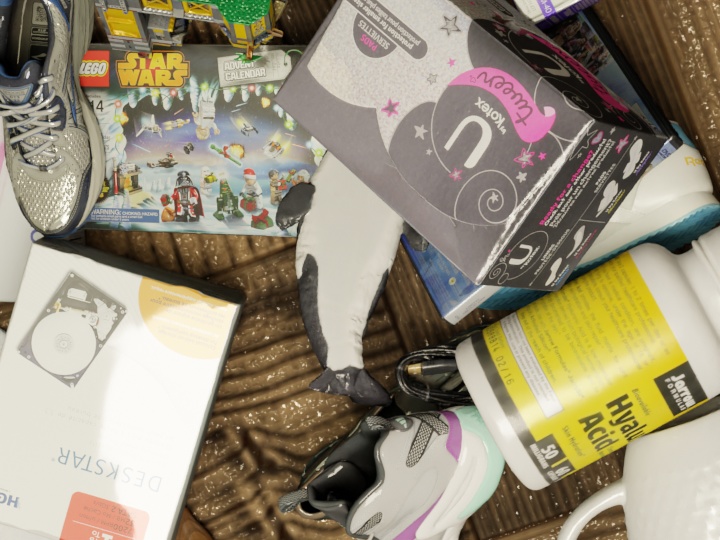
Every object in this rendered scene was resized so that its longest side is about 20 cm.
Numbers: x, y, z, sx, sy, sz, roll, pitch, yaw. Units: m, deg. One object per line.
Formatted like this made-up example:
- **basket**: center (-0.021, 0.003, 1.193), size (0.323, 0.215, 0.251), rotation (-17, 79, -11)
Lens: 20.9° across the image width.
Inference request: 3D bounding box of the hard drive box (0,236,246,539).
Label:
- **hard drive box**: center (-0.184, 0.093, 1.400), size (0.155, 0.077, 0.201), rotation (16, 95, -2)

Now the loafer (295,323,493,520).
- **loafer**: center (0.034, 0.116, 1.384), size (0.200, 0.063, 0.072), rotation (-41, 85, 15)

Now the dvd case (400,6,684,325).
- **dvd case**: center (0.107, -0.074, 1.327), size (0.200, 0.018, 0.143), rotation (-39, 51, 16)

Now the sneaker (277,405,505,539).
- **sneaker**: center (0.006, 0.174, 1.348), size (0.139, 0.078, 0.200), rotation (3, 120, -23)

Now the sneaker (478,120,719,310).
- **sneaker**: center (0.145, -0.032, 1.340), size (0.200, 0.076, 0.081), rotation (-24, 71, 17)

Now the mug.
- **mug**: center (0.227, 0.185, 1.296), size (0.199, 0.148, 0.176), rotation (-21, 89, 5)

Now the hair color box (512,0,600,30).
- **hair color box**: center (0.177, -0.251, 1.294), size (0.200, 0.065, 0.110), rotation (-27, 87, 10)

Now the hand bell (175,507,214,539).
- **hand bell**: center (-0.094, 0.268, 1.438), size (0.104, 0.104, 0.200), rotation (-32, 76, 16)

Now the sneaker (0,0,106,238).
- **sneaker**: center (-0.232, -0.121, 1.372), size (0.077, 0.085, 0.201), rotation (-3, 94, 15)

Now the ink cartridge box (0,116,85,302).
- **ink cartridge box**: center (-0.305, -0.076, 1.460), size (0.199, 0.043, 0.197), rotation (0, 97, 13)

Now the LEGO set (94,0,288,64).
- **LEGO set**: center (-0.108, -0.228, 1.356), size (0.153, 0.116, 0.201), rotation (0, 72, 2)

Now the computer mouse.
- **computer mouse**: center (0.122, 0.055, 1.343), size (0.199, 0.034, 0.059), rotation (-14, 90, -2)

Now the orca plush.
- **orca plush**: center (0.000, 0.000, 1.345), size (0.105, 0.071, 0.201), rotation (-9, 70, -2)

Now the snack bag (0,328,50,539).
- **snack bag**: center (-0.267, 0.152, 1.488), size (0.200, 0.021, 0.189), rotation (35, 104, 8)

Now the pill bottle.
- **pill bottle**: center (0.172, 0.051, 1.271), size (0.200, 0.111, 0.112), rotation (-30, 89, 7)

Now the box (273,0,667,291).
- **box**: center (0.068, -0.098, 1.238), size (0.200, 0.115, 0.132), rotation (43, 110, 25)

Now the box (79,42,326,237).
- **box**: center (-0.112, -0.095, 1.408), size (0.199, 0.040, 0.137), rotation (2, 96, 14)
